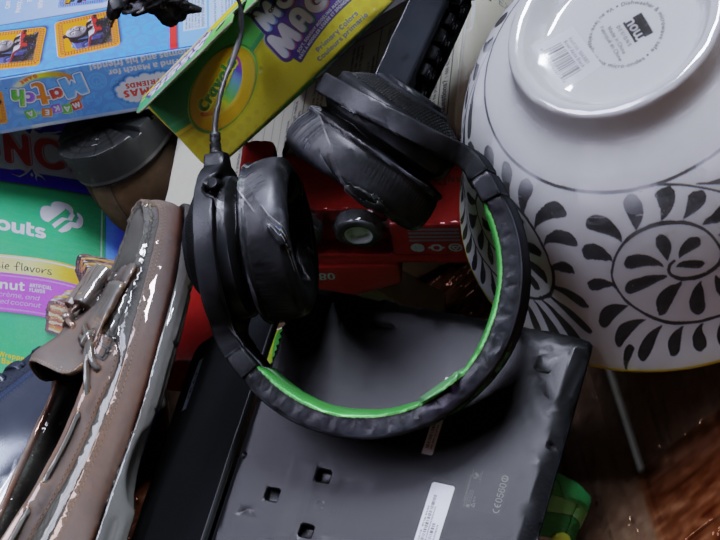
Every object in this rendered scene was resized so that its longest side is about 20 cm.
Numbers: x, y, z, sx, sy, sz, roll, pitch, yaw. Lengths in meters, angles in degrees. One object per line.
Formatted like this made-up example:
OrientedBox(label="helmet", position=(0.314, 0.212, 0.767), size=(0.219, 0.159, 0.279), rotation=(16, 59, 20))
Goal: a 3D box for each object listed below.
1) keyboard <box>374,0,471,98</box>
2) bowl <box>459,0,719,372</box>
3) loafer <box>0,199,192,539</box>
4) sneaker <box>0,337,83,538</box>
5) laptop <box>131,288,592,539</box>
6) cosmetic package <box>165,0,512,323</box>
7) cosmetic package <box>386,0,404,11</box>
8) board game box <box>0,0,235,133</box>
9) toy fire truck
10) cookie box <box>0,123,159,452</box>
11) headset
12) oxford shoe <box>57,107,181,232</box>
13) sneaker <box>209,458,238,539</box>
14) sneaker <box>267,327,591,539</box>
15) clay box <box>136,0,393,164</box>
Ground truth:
OrientedBox(label="keyboard", position=(0.053, -0.127, 1.199), size=(0.039, 0.104, 0.201), rotation=(20, 71, 11))
OrientedBox(label="bowl", position=(0.114, -0.070, 1.140), size=(0.200, 0.094, 0.201), rotation=(-14, 52, 19))
OrientedBox(label="loafer", position=(-0.118, 0.059, 1.248), size=(0.072, 0.063, 0.201), rotation=(142, 143, -70))
OrientedBox(label="sneaker", position=(-0.190, 0.062, 1.318), size=(0.203, 0.146, 0.077), rotation=(-58, -13, -34))
OrientedBox(label="laptop", position=(-0.016, 0.108, 1.170), size=(0.199, 0.103, 0.178), rotation=(10, 69, 20))
OrientedBox(label="cosmetic package", position=(-0.001, -0.047, 1.351), size=(0.200, 0.071, 0.106), rotation=(-26, 42, 39))
OrientedBox(label="cosmetic package", position=(0.045, -0.189, 1.415), size=(0.200, 0.074, 0.102), rotation=(-37, 37, 26))
OrientedBox(label="board game box", position=(-0.144, -0.129, 1.455), size=(0.199, 0.037, 0.152), rotation=(-9, 38, 4))
OrientedBox(label="toy fire truck", position=(0.000, 0.000, 1.283), size=(0.199, 0.141, 0.049), rotation=(0, 56, 7))
OrientedBox(label="cookie box", position=(-0.186, -0.001, 1.455), size=(0.200, 0.171, 0.075), rotation=(-94, 22, -43))
OrientedBox(label="headset", position=(-0.022, -0.030, 1.108), size=(0.123, 0.094, 0.200), rotation=(-36, 81, 8))
OrientedBox(label="oxford shoe", position=(-0.076, -0.089, 1.489), size=(0.072, 0.085, 0.200), rotation=(-1, 41, 42))
OrientedBox(label="sneaker", position=(-0.033, 0.145, 1.225), size=(0.112, 0.077, 0.200), rotation=(-64, 26, 6))
OrientedBox(label="sneaker", position=(0.032, 0.072, 1.213), size=(0.084, 0.074, 0.200), rotation=(-53, 43, 4))
OrientedBox(label="clay box", position=(-0.023, -0.109, 1.244), size=(0.115, 0.048, 0.200), rotation=(-43, 5, 18))
